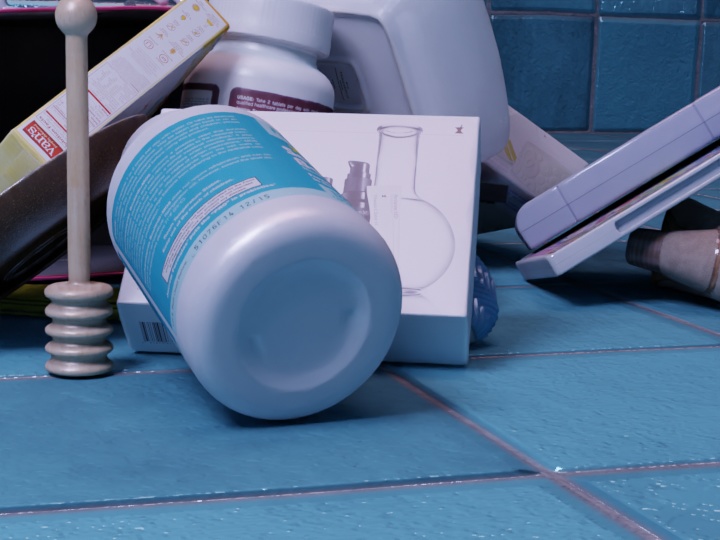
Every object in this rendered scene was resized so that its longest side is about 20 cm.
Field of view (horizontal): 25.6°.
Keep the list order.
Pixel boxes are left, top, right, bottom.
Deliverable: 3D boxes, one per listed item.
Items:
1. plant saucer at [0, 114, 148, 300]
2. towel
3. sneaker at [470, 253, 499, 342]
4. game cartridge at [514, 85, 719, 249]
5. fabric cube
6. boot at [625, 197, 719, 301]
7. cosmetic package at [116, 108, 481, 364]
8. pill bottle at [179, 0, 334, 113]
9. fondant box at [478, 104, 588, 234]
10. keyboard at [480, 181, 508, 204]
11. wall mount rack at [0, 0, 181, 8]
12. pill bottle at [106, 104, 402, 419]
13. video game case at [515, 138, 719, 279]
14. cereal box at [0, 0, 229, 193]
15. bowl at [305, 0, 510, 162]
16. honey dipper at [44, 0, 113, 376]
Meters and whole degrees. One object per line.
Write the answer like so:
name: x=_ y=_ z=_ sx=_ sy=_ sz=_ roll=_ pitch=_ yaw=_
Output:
plant saucer: x=-0.200 y=-0.022 z=0.955 sx=0.200 sy=0.032 sz=0.200 roll=-39 pitch=1 yaw=1
towel: x=-0.226 y=0.015 z=1.068 sx=0.199 sy=0.018 sz=0.086 roll=3 pitch=9 yaw=13
sneaker: x=0.000 y=0.000 z=1.010 sx=0.199 sy=0.081 sz=0.076 roll=29 pitch=28 yaw=27
game cartridge: x=0.208 y=-0.080 z=1.227 sx=0.199 sy=0.041 sz=0.133 roll=-31 pitch=2 yaw=4
fabric cube: x=-0.225 y=-0.104 z=1.248 sx=0.195 sy=0.201 sz=0.199 roll=-3 pitch=8 yaw=-21
boot: x=0.285 y=-0.007 z=1.166 sx=0.145 sy=0.071 sz=0.200 roll=12 pitch=13 yaw=24
cosmetic package: x=-0.031 y=-0.023 z=0.936 sx=0.199 sy=0.052 sz=0.151 roll=2 pitch=51 yaw=6
pill bottle: x=-0.078 y=-0.091 z=1.127 sx=0.109 sy=0.201 sz=0.110 roll=10 pitch=0 yaw=0
fondant box: x=0.084 y=-0.096 z=1.381 sx=0.144 sy=0.058 sz=0.200 roll=33 pitch=-17 yaw=-18
keyboard: x=0.020 y=-0.071 z=1.245 sx=0.199 sy=0.021 sz=0.127 roll=6 pitch=4 yaw=-12
wall mount rack: x=-0.227 y=-0.237 z=1.268 sx=0.173 sy=0.075 sz=0.200 roll=-3 pitch=5 yaw=7
pill bottle: x=-0.065 y=-0.017 z=0.814 sx=0.110 sy=0.111 sz=0.200 roll=-3 pitch=26 yaw=-25
video game case: x=0.213 y=-0.052 z=1.169 sx=0.199 sy=0.018 sz=0.143 roll=-31 pitch=0 yaw=-4
cereal box: x=-0.183 y=-0.092 z=1.038 sx=0.144 sy=0.040 sz=0.200 roll=-38 pitch=8 yaw=46
bowl: x=0.004 y=-0.159 z=1.212 sx=0.199 sy=0.201 sz=0.075 roll=11 pitch=44 yaw=37
honey dipper: x=-0.152 y=-0.045 z=0.846 sx=0.038 sy=0.201 sz=0.038 roll=0 pitch=9 yaw=0
